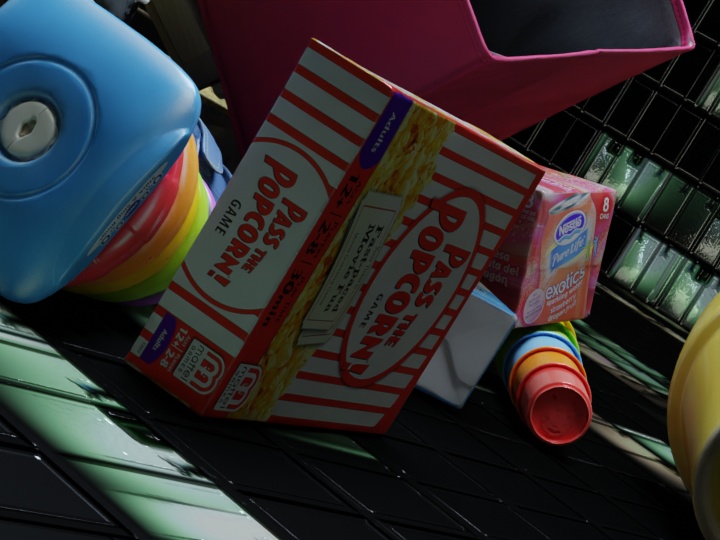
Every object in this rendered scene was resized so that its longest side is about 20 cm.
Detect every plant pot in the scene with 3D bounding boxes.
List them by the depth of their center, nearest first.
[{"bbox_3d":[0.278,0.106,1.247,0.201,0.201,0.189,32,22,8],"label":"plant pot"}]

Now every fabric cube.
[{"bbox_3d":[0.037,-0.179,1.194,0.200,0.199,0.196,-9,80,-47],"label":"fabric cube"}]

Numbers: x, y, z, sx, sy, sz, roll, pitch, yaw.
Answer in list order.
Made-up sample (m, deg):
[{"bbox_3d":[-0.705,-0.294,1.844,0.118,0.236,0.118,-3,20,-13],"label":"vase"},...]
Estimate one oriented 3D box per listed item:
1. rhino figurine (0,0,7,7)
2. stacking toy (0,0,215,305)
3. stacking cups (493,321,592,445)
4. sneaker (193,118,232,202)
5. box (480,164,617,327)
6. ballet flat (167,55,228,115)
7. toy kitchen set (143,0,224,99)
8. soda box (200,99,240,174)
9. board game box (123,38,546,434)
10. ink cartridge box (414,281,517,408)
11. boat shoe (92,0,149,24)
[{"bbox_3d":[-0.213,-0.110,0.994,0.200,0.087,0.060,33,7,15],"label":"rhino figurine"},{"bbox_3d":[-0.105,-0.024,0.891,0.110,0.116,0.200,38,-5,24],"label":"stacking toy"},{"bbox_3d":[0.118,0.074,1.321,0.060,0.061,0.200,31,12,-6],"label":"stacking cups"},{"bbox_3d":[-0.096,-0.045,1.069,0.200,0.082,0.074,27,5,-40],"label":"sneaker"},{"bbox_3d":[0.059,-0.036,1.387,0.200,0.095,0.103,20,14,34],"label":"box"},{"bbox_3d":[-0.103,-0.096,1.544,0.200,0.071,0.071,34,7,13],"label":"ballet flat"},{"bbox_3d":[-0.074,-0.124,1.340,0.200,0.180,0.163,-29,94,-46],"label":"toy kitchen set"},{"bbox_3d":[-0.127,-0.079,1.258,0.068,0.063,0.200,32,6,10],"label":"soda box"},{"bbox_3d":[-0.004,-0.006,0.892,0.046,0.152,0.200,34,7,22],"label":"board game box"},{"bbox_3d":[0.000,0.000,1.229,0.116,0.067,0.200,27,8,-23],"label":"ink cartridge box"},{"bbox_3d":[-0.142,-0.149,1.026,0.076,0.060,0.200,32,-3,-9],"label":"boat shoe"}]
